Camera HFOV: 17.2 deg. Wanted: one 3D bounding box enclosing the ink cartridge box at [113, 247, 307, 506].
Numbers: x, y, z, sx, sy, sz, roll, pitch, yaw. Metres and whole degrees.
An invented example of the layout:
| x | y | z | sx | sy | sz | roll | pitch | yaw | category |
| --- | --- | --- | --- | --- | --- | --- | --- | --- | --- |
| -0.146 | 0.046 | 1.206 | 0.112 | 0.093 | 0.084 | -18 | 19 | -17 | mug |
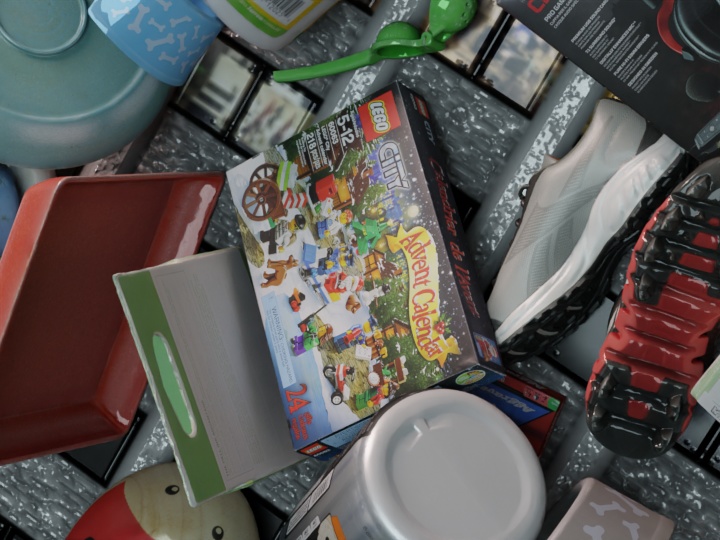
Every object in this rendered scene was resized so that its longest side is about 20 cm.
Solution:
| x | y | z | sx | sy | sz | roll | pitch | yaw | category |
| --- | --- | --- | --- | --- | --- | --- | --- | --- | --- |
| -0.103 | 0.067 | 1.459 | 0.048 | 0.200 | 0.146 | -20 | 88 | 22 | ink cartridge box |

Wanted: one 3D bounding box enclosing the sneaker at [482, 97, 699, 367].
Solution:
| x | y | z | sx | sy | sz | roll | pitch | yaw | category |
| --- | --- | --- | --- | --- | --- | --- | --- | --- | --- |
| 0.122 | -0.018 | 1.470 | 0.079 | 0.074 | 0.200 | 43 | 103 | 21 | sneaker |

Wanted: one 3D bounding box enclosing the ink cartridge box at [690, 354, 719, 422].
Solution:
| x | y | z | sx | sy | sz | roll | pitch | yaw | category |
| --- | --- | --- | --- | --- | --- | --- | --- | --- | --- |
| 0.268 | 0.003 | 1.322 | 0.145 | 0.200 | 0.048 | -41 | 79 | -22 | ink cartridge box |

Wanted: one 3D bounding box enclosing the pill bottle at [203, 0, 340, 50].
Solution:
| x | y | z | sx | sy | sz | roll | pitch | yaw | category |
| --- | --- | --- | --- | --- | --- | --- | --- | --- | --- |
| -0.014 | -0.238 | 1.465 | 0.200 | 0.111 | 0.111 | -39 | 83 | 19 | pill bottle |

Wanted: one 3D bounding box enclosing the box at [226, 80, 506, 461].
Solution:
| x | y | z | sx | sy | sz | roll | pitch | yaw | category |
| --- | --- | --- | --- | --- | --- | --- | --- | --- | --- |
| 0.000 | 0.000 | 1.484 | 0.136 | 0.038 | 0.201 | -27 | 63 | 24 | box |

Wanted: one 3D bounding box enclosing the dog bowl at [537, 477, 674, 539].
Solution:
| x | y | z | sx | sy | sz | roll | pitch | yaw | category |
| --- | --- | --- | --- | --- | --- | --- | --- | --- | --- |
| 0.102 | 0.208 | 1.426 | 0.059 | 0.200 | 0.200 | 41 | 108 | 3 | dog bowl |

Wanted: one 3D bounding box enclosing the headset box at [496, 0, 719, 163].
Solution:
| x | y | z | sx | sy | sz | roll | pitch | yaw | category |
| --- | --- | --- | --- | --- | --- | --- | --- | --- | --- |
| 0.184 | -0.172 | 1.388 | 0.200 | 0.075 | 0.149 | 37 | 108 | -9 | headset box |

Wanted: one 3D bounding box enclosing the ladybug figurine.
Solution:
| x | y | z | sx | sy | sz | roll | pitch | yaw | category |
| --- | --- | --- | --- | --- | --- | --- | --- | --- | --- |
| -0.150 | 0.219 | 1.590 | 0.136 | 0.072 | 0.200 | 37 | 107 | 12 | ladybug figurine |

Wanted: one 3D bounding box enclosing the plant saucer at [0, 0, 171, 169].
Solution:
| x | y | z | sx | sy | sz | roll | pitch | yaw | category |
| --- | --- | --- | --- | --- | --- | --- | --- | --- | --- |
| -0.207 | -0.162 | 1.513 | 0.200 | 0.200 | 0.027 | 57 | 150 | 6 | plant saucer |

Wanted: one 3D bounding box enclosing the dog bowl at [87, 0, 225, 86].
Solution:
| x | y | z | sx | sy | sz | roll | pitch | yaw | category |
| --- | --- | --- | --- | --- | --- | --- | --- | --- | --- |
| -0.159 | -0.206 | 1.470 | 0.050 | 0.111 | 0.200 | -40 | 89 | 15 | dog bowl |

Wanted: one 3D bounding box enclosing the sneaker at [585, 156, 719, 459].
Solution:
| x | y | z | sx | sy | sz | roll | pitch | yaw | category |
| --- | --- | --- | --- | --- | --- | --- | --- | --- | --- |
| 0.191 | 0.011 | 1.421 | 0.071 | 0.098 | 0.201 | 21 | 118 | 4 | sneaker |

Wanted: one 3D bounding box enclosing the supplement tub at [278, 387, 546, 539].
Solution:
| x | y | z | sx | sy | sz | roll | pitch | yaw | category |
| --- | --- | --- | --- | --- | --- | --- | --- | --- | --- |
| 0.023 | 0.164 | 1.457 | 0.123 | 0.122 | 0.200 | 48 | 146 | 9 | supplement tub |

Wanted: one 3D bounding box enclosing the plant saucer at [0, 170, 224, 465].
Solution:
| x | y | z | sx | sy | sz | roll | pitch | yaw | category |
| --- | --- | --- | --- | --- | --- | --- | --- | --- | --- |
| -0.181 | 0.023 | 1.512 | 0.037 | 0.200 | 0.200 | 28 | 105 | 23 | plant saucer |

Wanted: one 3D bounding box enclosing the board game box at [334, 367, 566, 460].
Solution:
| x | y | z | sx | sy | sz | roll | pitch | yaw | category |
| --- | --- | --- | --- | --- | --- | --- | --- | --- | --- |
| 0.024 | 0.085 | 1.540 | 0.200 | 0.019 | 0.103 | 26 | 105 | 15 | board game box |

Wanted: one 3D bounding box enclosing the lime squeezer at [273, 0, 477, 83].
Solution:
| x | y | z | sx | sy | sz | roll | pitch | yaw | category |
| --- | --- | --- | --- | --- | --- | --- | --- | --- | --- |
| 0.028 | -0.164 | 1.498 | 0.200 | 0.038 | 0.071 | -43 | 81 | 20 | lime squeezer |

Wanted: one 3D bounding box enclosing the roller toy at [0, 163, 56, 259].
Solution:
| x | y | z | sx | sy | sz | roll | pitch | yaw | category |
| --- | --- | --- | --- | --- | --- | --- | --- | --- | --- |
| -0.283 | -0.025 | 1.550 | 0.183 | 0.139 | 0.200 | 57 | 130 | 41 | roller toy |
